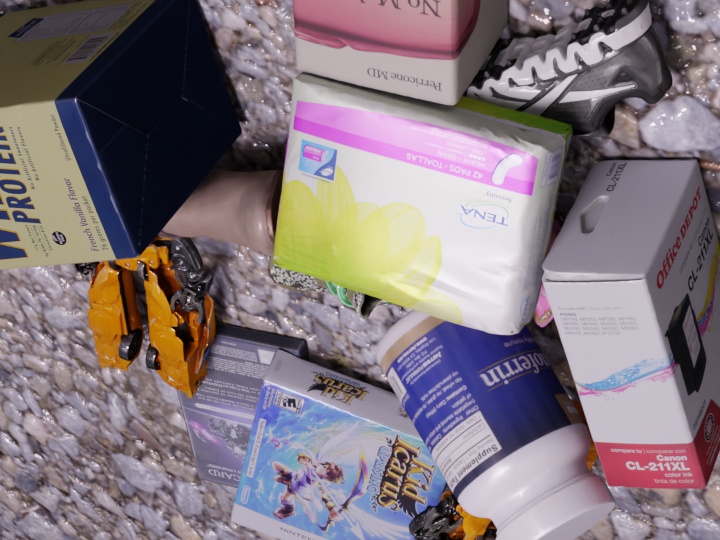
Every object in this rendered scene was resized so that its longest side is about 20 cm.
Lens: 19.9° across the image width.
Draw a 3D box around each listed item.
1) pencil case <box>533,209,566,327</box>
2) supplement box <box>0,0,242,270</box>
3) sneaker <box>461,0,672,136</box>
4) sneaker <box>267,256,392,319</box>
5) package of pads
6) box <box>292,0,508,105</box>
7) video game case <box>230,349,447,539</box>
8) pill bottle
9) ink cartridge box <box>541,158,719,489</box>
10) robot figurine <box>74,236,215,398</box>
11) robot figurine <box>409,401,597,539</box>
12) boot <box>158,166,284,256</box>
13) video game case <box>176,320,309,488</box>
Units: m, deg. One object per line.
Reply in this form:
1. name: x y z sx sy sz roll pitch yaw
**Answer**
1. pencil case: 0.089 -0.045 1.547 0.200 0.087 0.083 38 148 -5
2. supplement box: -0.234 -0.109 1.581 0.198 0.200 0.135 -5 119 27
3. sneaker: 0.137 -0.126 1.461 0.199 0.067 0.091 -18 116 38
4. sneaker: 0.000 0.000 1.642 0.199 0.089 0.077 -6 125 34
5. package of pads: 0.040 -0.049 1.463 0.199 0.068 0.156 16 117 17
6. box: 0.026 -0.233 1.398 0.127 0.109 0.201 14 134 18
7. video game case: -0.013 0.180 1.831 0.180 0.046 0.201 19 134 4
8. pill bottle: 0.106 0.117 1.573 0.201 0.115 0.116 60 140 17
9. ink cartridge box: 0.214 0.039 1.508 0.082 0.146 0.201 0 129 29
10. robot figurine: -0.186 0.016 1.767 0.144 0.058 0.201 17 135 17
11. robot figurine: 0.123 0.187 1.730 0.144 0.059 0.201 6 138 -18
12. boot: -0.121 -0.046 1.611 0.145 0.200 0.071 0 95 7
13. video game case: -0.102 0.131 1.876 0.142 0.019 0.201 11 134 23
